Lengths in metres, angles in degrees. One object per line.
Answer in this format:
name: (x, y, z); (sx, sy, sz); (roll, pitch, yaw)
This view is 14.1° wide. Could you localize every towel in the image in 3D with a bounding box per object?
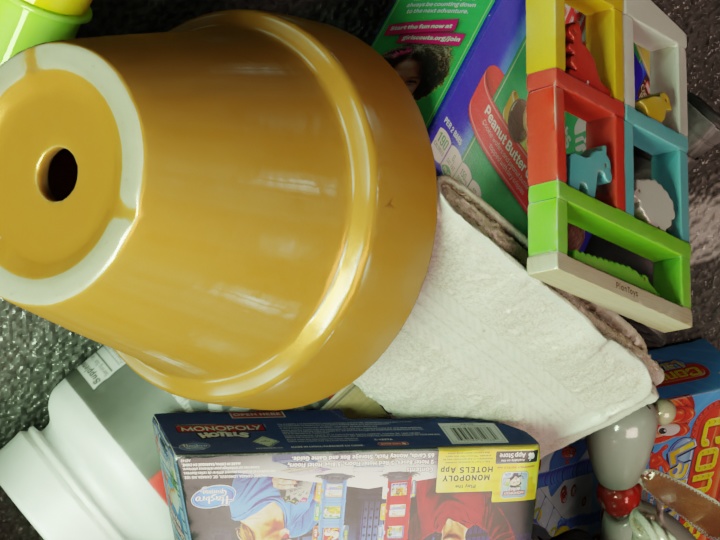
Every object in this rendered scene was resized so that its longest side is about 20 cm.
towel: (0.056, 0.037, 1.528); (0.132, 0.035, 0.200); (-31, 128, 29)

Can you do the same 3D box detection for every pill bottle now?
pill bottle: (-0.097, 0.079, 1.593); (0.200, 0.114, 0.114); (-40, 133, -6)

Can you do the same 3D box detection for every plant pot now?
plant pot: (-0.094, -0.036, 1.424); (0.183, 0.200, 0.201); (8, 115, -53)

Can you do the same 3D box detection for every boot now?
boot: (0.164, -0.042, 1.651); (0.070, 0.200, 0.132); (39, 96, -22)

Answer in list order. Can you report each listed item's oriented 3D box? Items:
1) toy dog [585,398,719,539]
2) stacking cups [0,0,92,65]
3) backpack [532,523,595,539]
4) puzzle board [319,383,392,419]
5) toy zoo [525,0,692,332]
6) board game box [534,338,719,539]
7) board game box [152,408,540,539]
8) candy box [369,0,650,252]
toy dog: (0.191, 0.151, 1.761); (0.096, 0.132, 0.200); (-21, 150, -13)
stacking cups: (-0.186, -0.088, 1.463); (0.060, 0.061, 0.201); (12, 112, -39)
backpack: (0.087, 0.261, 1.741); (0.199, 0.154, 0.191); (-20, 118, -4)
puzzle board: (-0.032, 0.176, 1.590); (0.200, 0.017, 0.151); (-42, 117, -3)
toy zoo: (0.132, -0.079, 1.535); (0.131, 0.020, 0.201); (21, 64, -49)
board game box: (0.138, 0.156, 1.845); (0.195, 0.056, 0.201); (-10, 124, -29)
board game box: (-0.015, 0.177, 1.549); (0.199, 0.062, 0.201); (0, 109, -16)
candy box: (0.076, -0.087, 1.572); (0.169, 0.077, 0.201); (58, 48, -42)
